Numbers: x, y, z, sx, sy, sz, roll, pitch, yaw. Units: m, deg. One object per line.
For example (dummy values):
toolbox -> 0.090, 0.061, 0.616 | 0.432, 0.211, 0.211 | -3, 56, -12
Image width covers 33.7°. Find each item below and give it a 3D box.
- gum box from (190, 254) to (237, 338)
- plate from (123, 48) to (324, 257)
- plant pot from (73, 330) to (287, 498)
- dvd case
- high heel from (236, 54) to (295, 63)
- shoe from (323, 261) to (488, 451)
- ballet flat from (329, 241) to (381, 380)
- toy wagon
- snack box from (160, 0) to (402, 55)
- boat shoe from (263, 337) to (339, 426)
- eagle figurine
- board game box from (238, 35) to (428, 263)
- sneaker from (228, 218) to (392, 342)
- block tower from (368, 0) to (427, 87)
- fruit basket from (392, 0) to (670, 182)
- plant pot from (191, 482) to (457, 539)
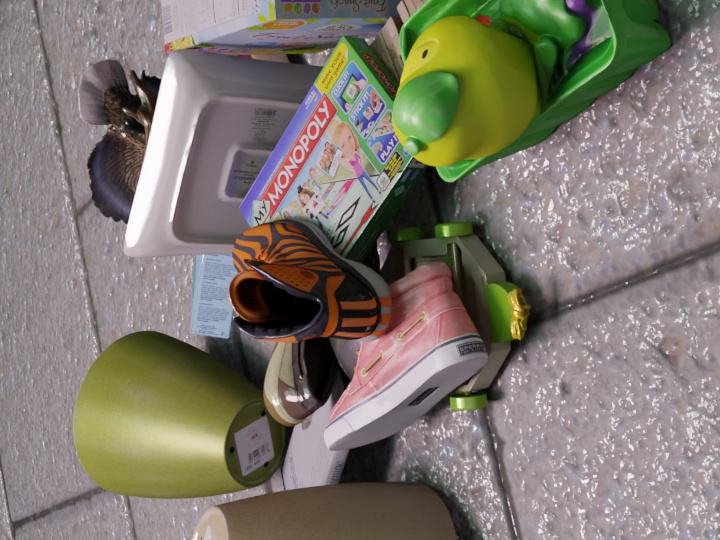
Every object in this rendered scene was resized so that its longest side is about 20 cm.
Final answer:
gum box -> -0.144, -0.059, 1.250 | 0.170, 0.044, 0.203 | -104, 24, -65
plate -> -0.109, -0.097, 1.109 | 0.032, 0.197, 0.203 | 40, 120, 44
plant pot -> -0.179, 0.171, 1.302 | 0.198, 0.186, 0.191 | 6, 100, 41
dvd case -> -0.041, 0.166, 1.173 | 0.143, 0.017, 0.203 | -110, 32, -57
high heel -> -0.087, -0.183, 1.221 | 0.096, 0.066, 0.204 | 149, 110, -82
shoe -> 0.025, 0.075, 1.005 | 0.200, 0.071, 0.092 | -42, 59, 43
ballet flat -> 0.000, 0.000, 1.071 | 0.066, 0.056, 0.204 | -9, 84, 38
toy wagon -> 0.081, 0.038, 1.009 | 0.199, 0.039, 0.158 | -4, 92, 54
snack box -> -0.061, -0.237, 1.061 | 0.199, 0.167, 0.069 | -2, 95, 55
boat shoe -> -0.037, 0.049, 1.119 | 0.064, 0.073, 0.203 | -17, 53, 37
eagle figurine -> -0.219, -0.136, 1.265 | 0.200, 0.149, 0.154 | 154, 103, -73
board game box -> -0.023, -0.080, 1.030 | 0.135, 0.029, 0.201 | 54, 126, 29
sneaker -> -0.072, 0.004, 0.979 | 0.199, 0.111, 0.079 | 22, 106, 48
block tower -> 0.054, -0.193, 1.003 | 0.200, 0.053, 0.059 | -45, 60, 47
fruit basket -> 0.089, -0.150, 0.834 | 0.215, 0.213, 0.158 | -35, 67, 51
plant pot -> -0.045, 0.267, 1.039 | 0.187, 0.197, 0.190 | -37, 46, 52
